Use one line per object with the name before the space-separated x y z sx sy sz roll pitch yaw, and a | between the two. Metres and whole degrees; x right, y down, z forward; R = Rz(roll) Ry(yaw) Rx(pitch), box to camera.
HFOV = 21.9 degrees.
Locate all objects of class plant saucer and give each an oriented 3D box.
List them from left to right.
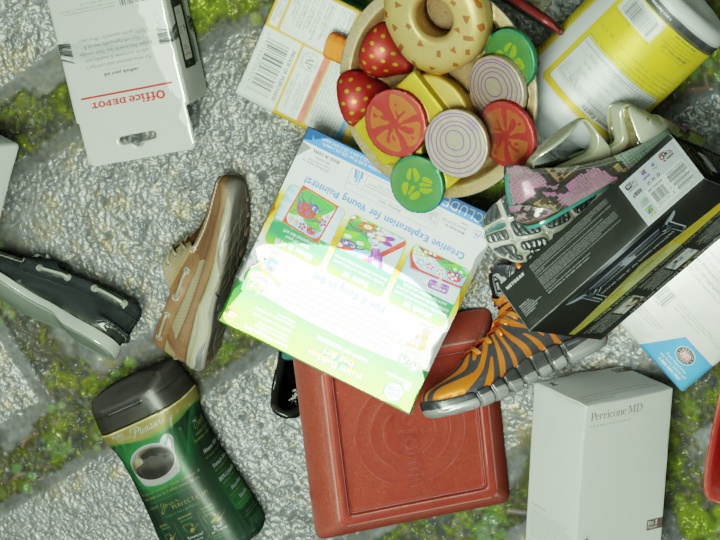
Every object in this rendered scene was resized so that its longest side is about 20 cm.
plant saucer | 0.045 0.151 1.778 0.198 0.037 0.201 -10 104 -12

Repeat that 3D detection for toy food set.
toy food set | 0.067 -0.156 1.621 0.200 0.049 0.198 -41 85 31

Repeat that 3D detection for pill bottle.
pill bottle | 0.216 -0.178 1.649 0.112 0.112 0.200 45 112 -2

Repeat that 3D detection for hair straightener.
hair straightener | 0.089 -0.235 1.663 0.200 0.041 0.077 40 101 30

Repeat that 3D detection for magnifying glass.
magnifying glass | 0.055 -0.164 1.663 0.199 0.022 0.080 27 117 20

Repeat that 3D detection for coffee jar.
coffee jar | -0.184 0.192 1.861 0.104 0.085 0.201 -23 99 21

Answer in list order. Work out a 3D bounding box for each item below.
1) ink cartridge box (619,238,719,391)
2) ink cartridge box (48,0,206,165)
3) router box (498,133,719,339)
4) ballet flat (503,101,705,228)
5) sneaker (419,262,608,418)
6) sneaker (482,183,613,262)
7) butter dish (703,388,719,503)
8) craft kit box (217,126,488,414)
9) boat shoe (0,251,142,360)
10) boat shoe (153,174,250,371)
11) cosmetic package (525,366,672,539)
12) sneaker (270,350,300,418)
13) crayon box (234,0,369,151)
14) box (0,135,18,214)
ink cartridge box | 0.331 -0.002 1.694 0.200 0.068 0.116 -42 93 20
ink cartridge box | -0.219 -0.210 1.760 0.115 0.068 0.202 -8 103 16
router box | 0.235 -0.024 1.601 0.200 0.157 0.052 -42 66 19
ballet flat | 0.208 -0.101 1.587 0.199 0.069 0.072 -23 104 -20
sneaker | 0.127 0.057 1.732 0.199 0.078 0.113 -25 92 -22
sneaker | 0.205 -0.056 1.675 0.199 0.080 0.078 -20 85 -7
butter dish | 0.425 0.138 1.643 0.198 0.148 0.202 2 108 -19
craft kit box | 0.000 0.000 1.705 0.199 0.049 0.199 26 90 2
boat shoe | -0.308 0.020 1.858 0.199 0.076 0.061 30 72 14
boat shoe | -0.159 -0.001 1.810 0.071 0.076 0.201 18 107 10
cosmetic package | 0.222 0.200 1.744 0.081 0.112 0.202 26 120 53
sneaker | -0.031 0.058 1.789 0.071 0.080 0.201 25 109 6
crayon box | -0.001 -0.180 1.734 0.199 0.052 0.126 28 110 6
box | -0.463 -0.064 1.806 0.199 0.130 0.200 27 111 26
